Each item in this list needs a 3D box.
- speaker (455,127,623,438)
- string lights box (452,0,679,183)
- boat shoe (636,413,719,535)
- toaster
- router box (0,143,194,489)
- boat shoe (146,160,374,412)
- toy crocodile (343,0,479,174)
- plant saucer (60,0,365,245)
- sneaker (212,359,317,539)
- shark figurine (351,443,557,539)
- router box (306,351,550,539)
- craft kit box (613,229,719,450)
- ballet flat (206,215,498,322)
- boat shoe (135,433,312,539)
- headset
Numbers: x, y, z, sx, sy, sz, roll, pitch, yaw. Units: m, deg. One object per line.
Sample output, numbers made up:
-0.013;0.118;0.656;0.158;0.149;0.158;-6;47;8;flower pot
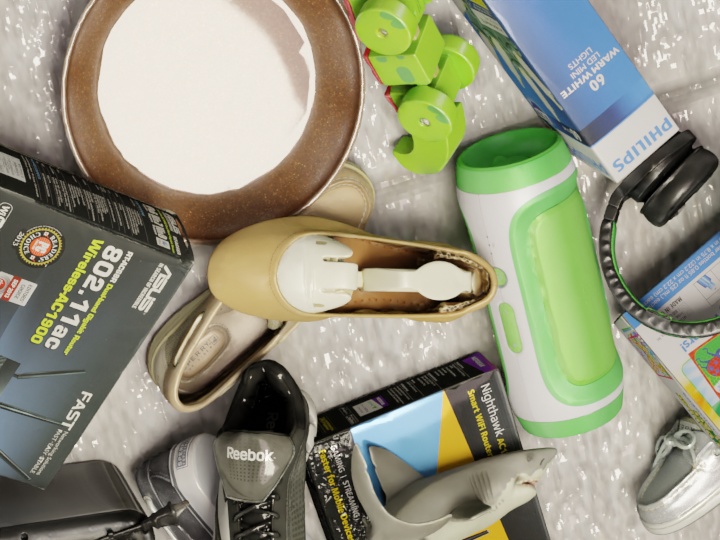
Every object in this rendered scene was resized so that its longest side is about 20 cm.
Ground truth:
0.123;0.009;1.610;0.088;0.088;0.201;-19;111;-10;speaker
0.117;-0.159;1.546;0.059;0.103;0.200;-40;113;-3;string lights box
0.259;0.099;1.689;0.065;0.074;0.202;42;88;-17;boat shoe
-0.214;0.230;1.559;0.199;0.119;0.182;-8;109;-14;toaster
-0.220;0.030;1.489;0.149;0.062;0.200;21;115;-32;router box
-0.060;0.013;1.567;0.200;0.065;0.072;-46;113;1;boat shoe
0.027;-0.146;1.525;0.061;0.068;0.201;1;138;27;toy crocodile
-0.097;-0.118;1.528;0.199;0.037;0.202;-4;104;-15;plant saucer
-0.067;0.145;1.526;0.066;0.201;0.091;-1;149;9;sneaker
0.029;0.150;1.562;0.128;0.214;0.090;-41;73;26;shark figurine
0.050;0.176;1.656;0.148;0.051;0.201;-22;110;-9;router box
0.314;0.046;1.645;0.200;0.049;0.198;-39;82;-8;craft kit box
0.000;0.000;1.526;0.199;0.063;0.069;1;91;-29;ballet flat
-0.081;0.200;1.620;0.068;0.072;0.200;-24;116;31;boat shoe
0.240;-0.051;1.616;0.123;0.094;0.201;24;92;9;headset
